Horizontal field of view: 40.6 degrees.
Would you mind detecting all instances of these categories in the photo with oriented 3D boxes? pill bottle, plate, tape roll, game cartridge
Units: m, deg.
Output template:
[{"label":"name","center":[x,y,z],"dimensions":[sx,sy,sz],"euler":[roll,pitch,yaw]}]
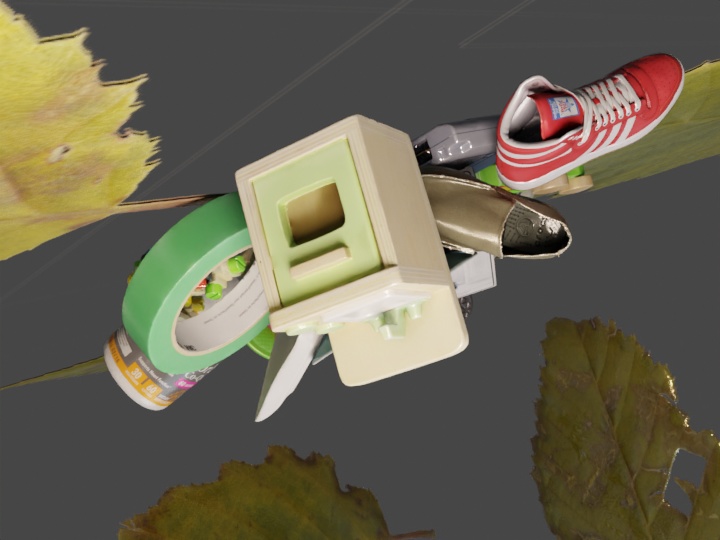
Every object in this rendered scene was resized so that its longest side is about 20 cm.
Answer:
[{"label":"pill bottle","center":[-0.213,0.072,1.216],"dimensions":[0.200,0.117,0.116],"euler":[-40,171,9]},{"label":"plate","center":[0.029,0.030,0.976],"dimensions":[0.199,0.026,0.200],"euler":[-33,177,-2]},{"label":"tape roll","center":[-0.138,0.013,0.960],"dimensions":[0.200,0.048,0.201],"euler":[-36,154,-21]},{"label":"game cartridge","center":[0.080,-0.112,1.019],"dimensions":[0.132,0.041,0.199],"euler":[-10,170,-38]},{"label":"plate","center":[-0.059,0.041,1.050],"dimensions":[0.032,0.201,0.200],"euler":[18,143,-9]}]

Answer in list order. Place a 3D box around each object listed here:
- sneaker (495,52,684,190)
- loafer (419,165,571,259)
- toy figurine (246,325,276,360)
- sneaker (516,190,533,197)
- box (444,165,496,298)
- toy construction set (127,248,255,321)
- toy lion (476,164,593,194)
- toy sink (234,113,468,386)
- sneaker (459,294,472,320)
[{"label":"sneaker","center":[0.210,-0.151,0.888],"dimensions":[0.199,0.072,0.113],"euler":[-32,160,3]},{"label":"loafer","center":[0.115,-0.052,0.920],"dimensions":[0.198,0.076,0.070],"euler":[7,-172,-18]},{"label":"toy figurine","center":[-0.070,0.019,1.442],"dimensions":[0.200,0.150,0.184],"euler":[-42,-178,-41]},{"label":"sneaker","center":[0.171,-0.097,1.349],"dimensions":[0.201,0.114,0.073],"euler":[-48,162,-39]},{"label":"box","center":[0.083,-0.027,1.064],"dimensions":[0.115,0.061,0.200],"euler":[-17,156,2]},{"label":"toy construction set","center":[-0.177,0.012,1.077],"dimensions":[0.199,0.093,0.131],"euler":[-28,147,17]},{"label":"toy lion","center":[0.179,-0.114,1.232],"dimensions":[0.190,0.069,0.199],"euler":[-14,178,28]},{"label":"toy sink","center":[-0.009,-0.010,0.829],"dimensions":[0.129,0.202,0.112],"euler":[-20,169,26]},{"label":"sneaker","center":[0.046,0.032,1.272],"dimensions":[0.198,0.073,0.083],"euler":[0,-164,-6]}]
